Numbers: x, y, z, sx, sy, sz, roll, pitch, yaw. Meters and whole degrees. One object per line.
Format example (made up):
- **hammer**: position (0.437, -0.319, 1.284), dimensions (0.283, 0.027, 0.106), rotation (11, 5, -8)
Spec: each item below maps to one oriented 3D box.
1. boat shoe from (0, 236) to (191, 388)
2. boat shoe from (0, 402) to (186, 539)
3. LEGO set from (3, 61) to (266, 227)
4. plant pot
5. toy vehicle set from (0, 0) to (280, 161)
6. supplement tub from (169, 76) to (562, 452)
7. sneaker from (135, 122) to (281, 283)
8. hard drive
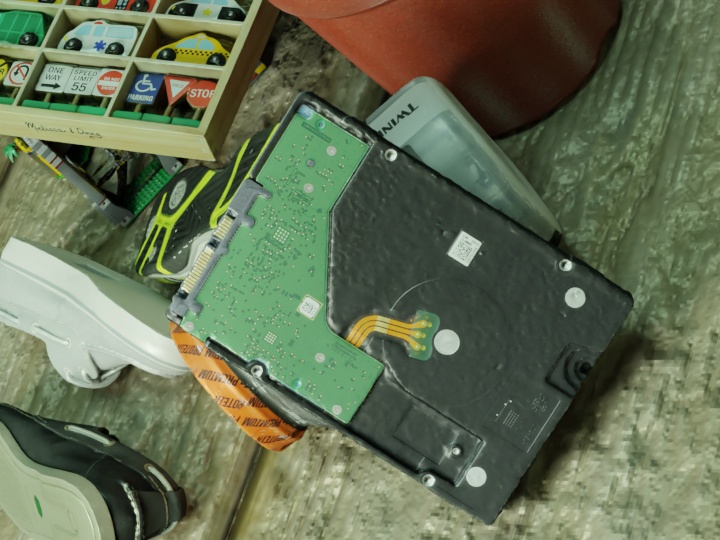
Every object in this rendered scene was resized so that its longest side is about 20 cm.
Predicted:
- **boat shoe**: position (-0.169, 0.036, 1.319), dimensions (0.200, 0.072, 0.069), rotation (24, 98, 40)
- **boat shoe**: position (-0.175, 0.122, 1.270), dimensions (0.068, 0.072, 0.200), rotation (-23, 24, -29)
- **LEGO set**: position (-0.166, -0.136, 1.405), dimensions (0.200, 0.116, 0.154), rotation (-41, 42, 6)
- **plant pot**: position (0.040, -0.187, 1.216), dimensions (0.201, 0.195, 0.201), rotation (-22, 47, 25)
- **toy vehicle set**: position (-0.160, -0.135, 1.314), dimensions (0.200, 0.027, 0.124), rotation (8, 60, 21)
- **supplement tub**: position (0.000, 0.000, 1.160), dimensions (0.200, 0.123, 0.123), rotation (-40, 42, 7)
- **sneaker**: position (-0.069, -0.025, 1.281), dimensions (0.200, 0.076, 0.076), rotation (-17, 53, 54)
- **hard drive**: position (0.019, 0.018, 1.080), dimensions (0.140, 0.200, 0.038), rotation (-59, -1, 7)
